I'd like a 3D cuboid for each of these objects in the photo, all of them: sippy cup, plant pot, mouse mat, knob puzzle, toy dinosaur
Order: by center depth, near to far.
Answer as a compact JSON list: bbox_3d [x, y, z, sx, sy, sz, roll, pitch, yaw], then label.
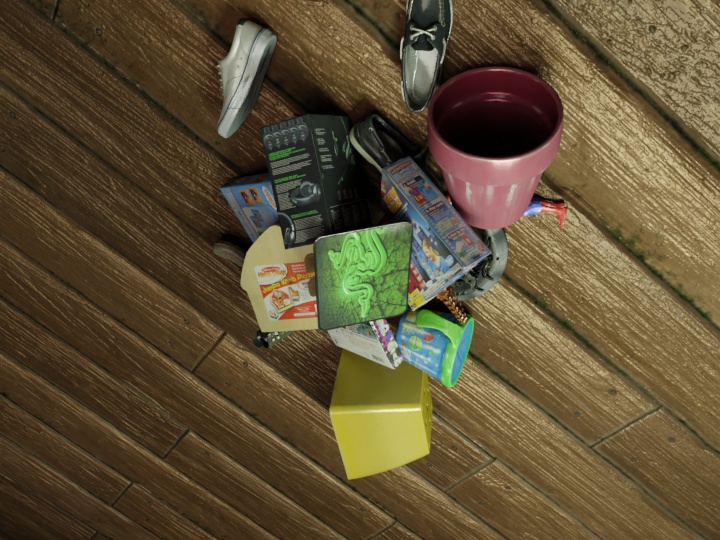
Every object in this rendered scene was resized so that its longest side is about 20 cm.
[{"bbox_3d":[0.199,-0.170,1.040,0.195,0.203,0.181,7,143,14],"label":"plant pot"},{"bbox_3d":[0.005,0.013,1.088,0.157,0.008,0.203,-11,132,-11],"label":"mouse mat"},{"bbox_3d":[0.154,-0.009,1.188,0.133,0.103,0.201,-5,135,35],"label":"toy dinosaur"},{"bbox_3d":[-0.121,0.009,1.213,0.214,0.031,0.225,7,118,14],"label":"knob puzzle"},{"bbox_3d":[0.135,0.134,1.317,0.128,0.140,0.182,17,120,19],"label":"sippy cup"},{"bbox_3d":[0.053,0.282,1.412,0.172,0.202,0.204,-4,124,12],"label":"plant pot"}]

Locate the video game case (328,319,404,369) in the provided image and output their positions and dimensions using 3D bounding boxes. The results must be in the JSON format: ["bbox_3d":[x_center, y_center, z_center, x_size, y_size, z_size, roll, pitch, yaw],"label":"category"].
[{"bbox_3d":[-0.019,0.088,1.324,0.198,0.036,0.184,13,136,53],"label":"video game case"}]

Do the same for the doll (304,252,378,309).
[{"bbox_3d":[0.000,0.000,1.165,0.196,0.140,0.048,2,160,-39],"label":"doll"}]

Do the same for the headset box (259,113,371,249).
[{"bbox_3d":[-0.068,-0.152,1.107,0.091,0.174,0.205,-9,97,22],"label":"headset box"}]

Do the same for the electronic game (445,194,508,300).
[{"bbox_3d":[0.164,-0.038,1.230,0.195,0.042,0.205,8,119,14],"label":"electronic game"}]

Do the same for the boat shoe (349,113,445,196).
[{"bbox_3d":[0.073,-0.183,1.136,0.199,0.075,0.066,44,137,-5],"label":"boat shoe"}]

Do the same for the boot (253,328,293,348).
[{"bbox_3d":[-0.124,0.087,1.297,0.078,0.137,0.200,50,153,6],"label":"boot"}]

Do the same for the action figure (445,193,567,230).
[{"bbox_3d":[0.237,-0.104,1.142,0.195,0.066,0.053,12,115,8],"label":"action figure"}]

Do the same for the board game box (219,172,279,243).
[{"bbox_3d":[-0.161,-0.099,1.242,0.198,0.037,0.153,5,130,53],"label":"board game box"}]

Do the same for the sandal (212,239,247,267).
[{"bbox_3d":[-0.209,0.001,1.359,0.196,0.056,0.082,25,161,1],"label":"sandal"}]

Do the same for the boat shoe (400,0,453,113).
[{"bbox_3d":[0.096,-0.335,1.025,0.074,0.061,0.204,6,127,14],"label":"boat shoe"}]

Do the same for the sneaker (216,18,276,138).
[{"bbox_3d":[-0.203,-0.318,1.143,0.070,0.073,0.202,33,120,4],"label":"sneaker"}]

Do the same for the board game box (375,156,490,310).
[{"bbox_3d":[0.089,-0.064,1.100,0.203,0.061,0.200,60,153,9],"label":"board game box"}]
